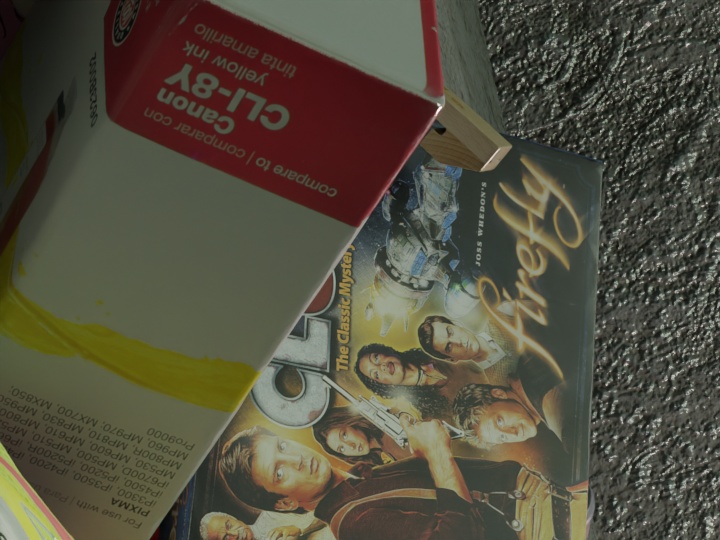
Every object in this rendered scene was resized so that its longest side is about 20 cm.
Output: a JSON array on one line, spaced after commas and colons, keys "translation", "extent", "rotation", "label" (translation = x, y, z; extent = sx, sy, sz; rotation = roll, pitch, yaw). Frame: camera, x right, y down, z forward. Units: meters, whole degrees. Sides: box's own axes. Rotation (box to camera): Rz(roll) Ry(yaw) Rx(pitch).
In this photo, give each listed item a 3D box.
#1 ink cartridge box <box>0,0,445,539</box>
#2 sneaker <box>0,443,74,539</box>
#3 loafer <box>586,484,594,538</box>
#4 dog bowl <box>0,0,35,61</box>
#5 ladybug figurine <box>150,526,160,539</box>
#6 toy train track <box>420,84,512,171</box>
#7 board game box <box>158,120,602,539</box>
[{"translation": [-0.061, -0.032, 0.841], "extent": [0.083, 0.200, 0.146], "rotation": [21, 34, -20], "label": "ink cartridge box"}, {"translation": [-0.086, 0.124, 0.790], "extent": [0.090, 0.078, 0.201], "rotation": [-90, 163, -69], "label": "sneaker"}, {"translation": [0.007, 0.087, 1.161], "extent": [0.072, 0.199, 0.063], "rotation": [-40, 139, -44], "label": "loafer"}, {"translation": [-0.123, -0.118, 1.008], "extent": [0.200, 0.073, 0.202], "rotation": [-17, 90, -82], "label": "dog bowl"}, {"translation": [-0.044, 0.110, 0.965], "extent": [0.136, 0.072, 0.200], "rotation": [47, 8, -35], "label": "ladybug figurine"}, {"translation": [-0.035, -0.095, 0.938], "extent": [0.200, 0.033, 0.115], "rotation": [42, 12, 7], "label": "toy train track"}, {"translation": [0.008, 0.041, 0.922], "extent": [0.035, 0.135, 0.201], "rotation": [133, -33, -56], "label": "board game box"}]
